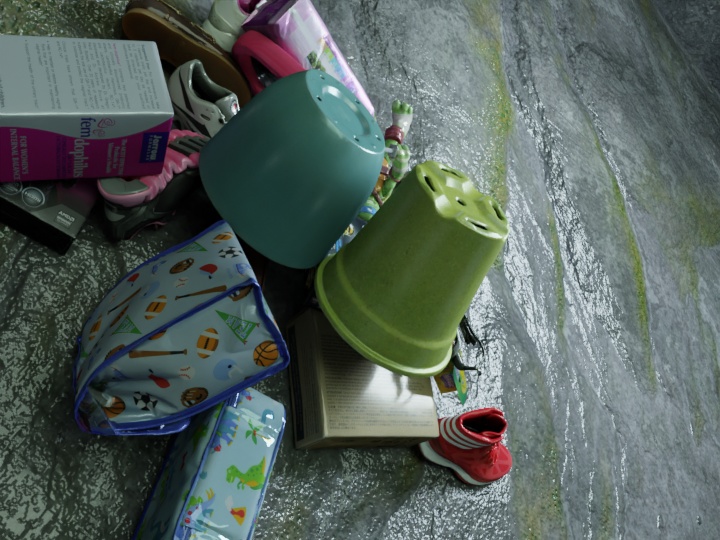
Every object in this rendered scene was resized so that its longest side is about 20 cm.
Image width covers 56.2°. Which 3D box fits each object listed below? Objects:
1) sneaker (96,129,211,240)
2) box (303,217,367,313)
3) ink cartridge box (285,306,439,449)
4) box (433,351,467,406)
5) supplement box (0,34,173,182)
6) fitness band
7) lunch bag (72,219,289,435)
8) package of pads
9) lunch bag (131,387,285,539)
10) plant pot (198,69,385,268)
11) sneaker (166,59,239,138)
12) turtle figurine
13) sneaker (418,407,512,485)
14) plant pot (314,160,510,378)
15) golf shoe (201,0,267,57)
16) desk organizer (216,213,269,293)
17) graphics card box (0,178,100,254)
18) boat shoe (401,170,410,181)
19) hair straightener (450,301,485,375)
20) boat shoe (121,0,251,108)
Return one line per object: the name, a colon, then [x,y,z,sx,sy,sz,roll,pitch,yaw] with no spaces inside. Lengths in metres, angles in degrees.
sneaker: [-0.236,-0.101,0.816,0.078,0.097,0.200,29,38,17]
box: [0.000,0.000,0.927,0.156,0.046,0.202,25,31,-19]
ink cartridge box: [0.003,0.147,0.901,0.196,0.075,0.169,11,61,-36]
box: [0.119,0.088,0.994,0.118,0.047,0.204,64,16,-53]
supplement box: [-0.301,-0.163,0.684,0.195,0.102,0.105,-9,64,-29]
fitness band: [-0.100,-0.243,0.931,0.199,0.144,0.038,42,78,12]
lunch bag: [-0.187,0.064,0.671,0.196,0.170,0.126,-26,118,-10]
package of pads: [-0.073,-0.288,0.961,0.076,0.120,0.201,-47,125,-13]
lunch bag: [-0.157,0.223,0.668,0.081,0.160,0.203,30,50,-18]
plant pot: [-0.066,-0.133,0.798,0.199,0.161,0.203,35,31,-24]
sneaker: [-0.182,-0.186,0.899,0.201,0.088,0.074,50,45,-11]
turtle figurine: [0.009,-0.190,1.026,0.198,0.142,0.198,35,51,-27]
sneaker: [0.183,0.255,0.968,0.197,0.114,0.080,23,55,-38]
plant pot: [0.072,-0.015,0.788,0.197,0.186,0.202,25,31,-16]
golf shoe: [-0.136,-0.353,1.010,0.196,0.093,0.076,8,33,-39]
desk organizer: [-0.161,-0.022,0.847,0.076,0.071,0.205,23,55,-27]
graphics card box: [-0.341,-0.135,0.760,0.124,0.050,0.204,33,52,-24]
boat shoe: [0.160,-0.136,1.184,0.196,0.064,0.074,18,56,-34]
hair straightener: [0.130,0.050,0.922,0.075,0.041,0.204,-7,60,-27]
boat shoe: [-0.228,-0.303,0.925,0.199,0.070,0.072,37,36,-32]
